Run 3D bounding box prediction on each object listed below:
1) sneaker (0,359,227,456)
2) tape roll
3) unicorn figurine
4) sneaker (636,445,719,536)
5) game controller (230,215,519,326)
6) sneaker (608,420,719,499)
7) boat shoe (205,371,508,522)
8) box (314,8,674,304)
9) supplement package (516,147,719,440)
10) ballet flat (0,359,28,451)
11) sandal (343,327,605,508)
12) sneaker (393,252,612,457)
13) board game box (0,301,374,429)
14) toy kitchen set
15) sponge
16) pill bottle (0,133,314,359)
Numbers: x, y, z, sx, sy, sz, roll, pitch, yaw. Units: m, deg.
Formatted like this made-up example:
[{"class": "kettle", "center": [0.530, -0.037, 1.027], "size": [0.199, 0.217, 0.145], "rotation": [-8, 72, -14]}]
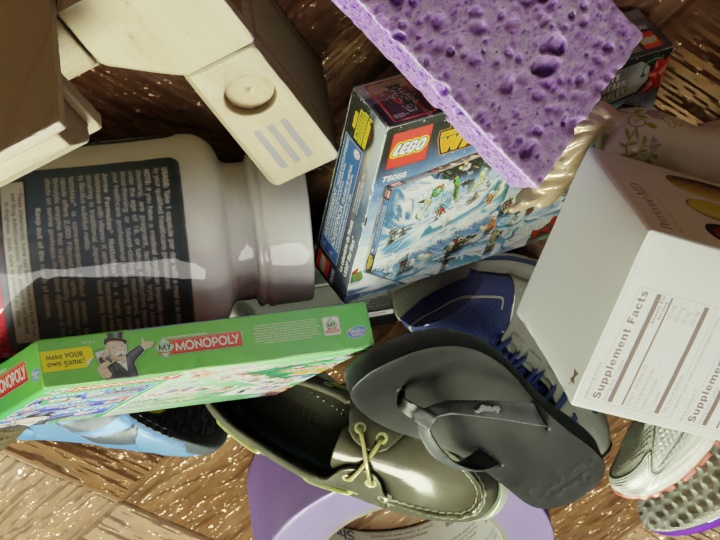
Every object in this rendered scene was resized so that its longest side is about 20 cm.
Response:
[{"class": "sneaker", "center": [-0.181, 0.079, 1.542], "size": [0.200, 0.066, 0.078], "rotation": [20, 136, -25]}, {"class": "tape roll", "center": [0.026, 0.167, 1.656], "size": [0.200, 0.085, 0.200], "rotation": [-6, 135, -6]}, {"class": "unicorn figurine", "center": [0.195, -0.057, 1.408], "size": [0.200, 0.074, 0.137], "rotation": [2, 121, -33]}, {"class": "sneaker", "center": [0.290, 0.138, 1.690], "size": [0.200, 0.070, 0.100], "rotation": [-31, 137, 21]}, {"class": "game controller", "center": [0.000, 0.000, 1.519], "size": [0.200, 0.042, 0.104], "rotation": [-9, 151, -2]}, {"class": "sneaker", "center": [0.190, 0.043, 1.501], "size": [0.082, 0.078, 0.200], "rotation": [18, 96, -17]}, {"class": "boat shoe", "center": [-0.006, 0.107, 1.523], "size": [0.202, 0.060, 0.072], "rotation": [24, 108, 22]}, {"class": "box", "center": [0.075, -0.066, 1.403], "size": [0.200, 0.040, 0.137], "rotation": [-17, 142, -29]}, {"class": "supplement package", "center": [0.207, 0.024, 1.357], "size": [0.200, 0.114, 0.110], "rotation": [14, 112, -21]}, {"class": "ballet flat", "center": [-0.189, 0.055, 1.456], "size": [0.200, 0.067, 0.046], "rotation": [-28, 165, -35]}, {"class": "sandal", "center": [0.075, 0.091, 1.430], "size": [0.200, 0.043, 0.076], "rotation": [29, 120, -36]}, {"class": "sneaker", "center": [0.107, 0.071, 1.520], "size": [0.081, 0.115, 0.199], "rotation": [-26, 148, 22]}, {"class": "board game box", "center": [-0.110, 0.056, 1.395], "size": [0.200, 0.029, 0.135], "rotation": [-6, 168, -29]}, {"class": "toy kitchen set", "center": [-0.138, -0.072, 1.319], "size": [0.200, 0.163, 0.180], "rotation": [-25, 135, 15]}, {"class": "sponge", "center": [0.055, -0.149, 1.300], "size": [0.200, 0.030, 0.112], "rotation": [44, 72, -27]}, {"class": "pill bottle", "center": [-0.130, -0.016, 1.409], "size": [0.200, 0.120, 0.120], "rotation": [-6, 136, -5]}]
